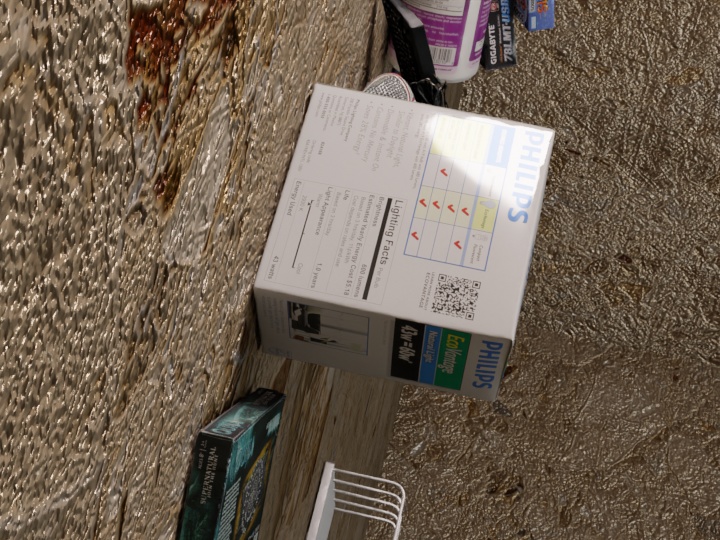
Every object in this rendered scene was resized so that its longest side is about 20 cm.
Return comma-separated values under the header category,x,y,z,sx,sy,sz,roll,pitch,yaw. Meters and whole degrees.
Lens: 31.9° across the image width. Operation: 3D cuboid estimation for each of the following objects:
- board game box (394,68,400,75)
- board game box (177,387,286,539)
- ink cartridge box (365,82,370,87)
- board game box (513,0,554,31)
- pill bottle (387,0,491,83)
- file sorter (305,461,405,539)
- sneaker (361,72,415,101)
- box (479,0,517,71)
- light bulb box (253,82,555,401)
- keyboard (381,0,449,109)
category,x,y,z,sx,sy,sz,roll,pitch,yaw
board game box,0.070,-0.260,1.710,0.151,0.037,0.200,-73,171,-46
board game box,-0.098,0.169,0.944,0.200,0.028,0.135,-23,124,-83
ink cartridge box,0.018,-0.118,1.445,0.200,0.057,0.163,66,36,-89
board game box,0.189,-0.390,1.532,0.200,0.034,0.136,-111,-167,-57
pill bottle,0.097,-0.327,1.452,0.112,0.112,0.200,-69,170,-58
file sorter,-0.008,0.394,1.867,0.200,0.124,0.139,93,11,-62
sneaker,0.015,-0.125,1.206,0.075,0.081,0.200,93,10,-46
box,0.143,-0.377,1.586,0.200,0.050,0.199,-113,-164,-60
light bulb box,0.037,-0.023,1.015,0.125,0.200,0.198,91,13,-63
keyboard,0.055,-0.202,1.350,0.040,0.104,0.200,-35,144,-9
